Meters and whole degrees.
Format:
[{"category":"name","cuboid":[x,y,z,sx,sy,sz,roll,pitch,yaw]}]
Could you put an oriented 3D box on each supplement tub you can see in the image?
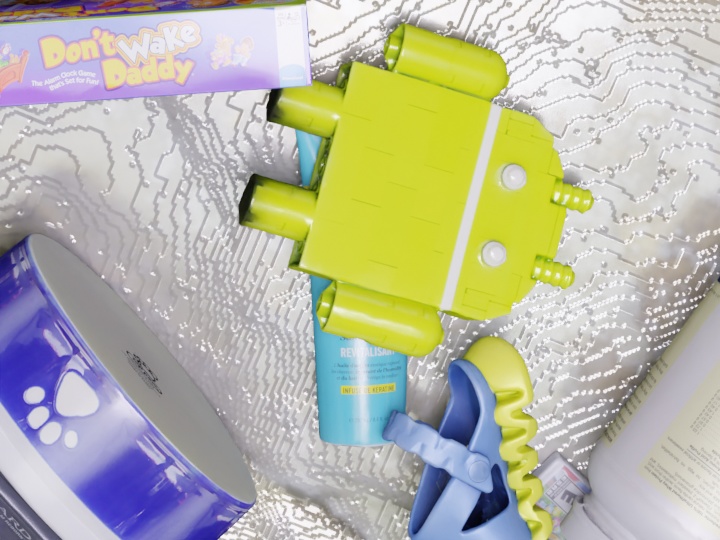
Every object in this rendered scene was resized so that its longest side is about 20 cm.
[{"category":"supplement tub","cuboid":[0.221,0.103,1.498,0.145,0.145,0.200,35,97,-9]}]

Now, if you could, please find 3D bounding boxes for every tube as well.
[{"category":"tube","cuboid":[0.000,0.000,1.526,0.077,0.050,0.201,-4,99,-17]}]

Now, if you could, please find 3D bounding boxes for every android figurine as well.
[{"category":"android figurine","cuboid":[0.035,-0.043,1.493,0.199,0.041,0.183,18,85,-12]}]

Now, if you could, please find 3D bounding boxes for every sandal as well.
[{"category":"sandal","cuboid":[0.065,0.143,1.517,0.087,0.079,0.201,-15,96,-17]}]

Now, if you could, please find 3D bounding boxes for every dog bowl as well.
[{"category":"dog bowl","cuboid":[-0.149,0.078,1.457,0.079,0.200,0.200,-39,102,5]}]

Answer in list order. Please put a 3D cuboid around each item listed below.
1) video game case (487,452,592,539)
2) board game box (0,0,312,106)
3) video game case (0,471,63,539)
[{"category":"video game case","cuboid":[0.139,0.227,1.595,0.200,0.018,0.143,44,98,-11]},{"category":"board game box","cuboid":[-0.127,-0.128,1.442,0.199,0.135,0.045,-4,104,-1]},{"category":"video game case","cuboid":[-0.248,0.113,1.475,0.143,0.200,0.019,49,62,-11]}]
